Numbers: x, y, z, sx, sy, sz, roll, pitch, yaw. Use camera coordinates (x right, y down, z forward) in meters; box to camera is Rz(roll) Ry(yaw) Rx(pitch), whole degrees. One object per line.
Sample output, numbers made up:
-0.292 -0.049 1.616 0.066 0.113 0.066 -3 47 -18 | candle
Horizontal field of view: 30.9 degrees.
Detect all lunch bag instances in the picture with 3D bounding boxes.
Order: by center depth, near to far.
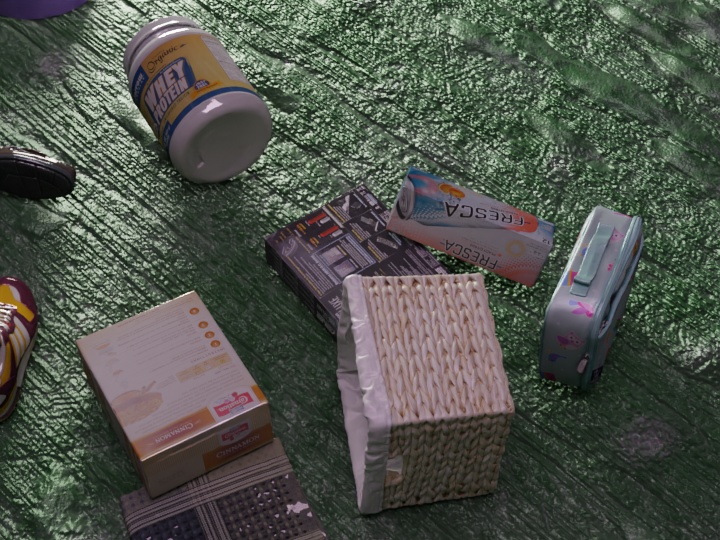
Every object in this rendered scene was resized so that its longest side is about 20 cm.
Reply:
0.271 0.032 1.523 0.077 0.161 0.200 19 54 13 | lunch bag

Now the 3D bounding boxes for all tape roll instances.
-0.489 -0.468 1.954 0.199 0.066 0.200 1 52 -1 | tape roll

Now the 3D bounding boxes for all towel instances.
-0.142 0.291 1.404 0.200 0.035 0.193 -19 52 -12 | towel

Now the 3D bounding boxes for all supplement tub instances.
-0.220 -0.229 1.724 0.144 0.145 0.200 -24 56 -18 | supplement tub

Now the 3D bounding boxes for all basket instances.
0.065 0.132 1.421 0.160 0.198 0.200 -4 52 -7 | basket

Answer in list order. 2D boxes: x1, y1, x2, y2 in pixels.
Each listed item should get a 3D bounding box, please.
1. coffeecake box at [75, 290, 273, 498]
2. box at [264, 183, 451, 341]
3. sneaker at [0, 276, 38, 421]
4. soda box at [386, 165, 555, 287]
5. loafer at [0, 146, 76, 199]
-0.212 0.136 1.475 0.153 0.073 0.200 -23 49 -18 | coffeecake box
0.000 0.000 1.612 0.158 0.050 0.200 -31 59 -22 | box
-0.424 0.075 1.521 0.075 0.090 0.200 -2 53 -2 | sneaker
0.138 -0.054 1.609 0.200 0.069 0.064 22 31 -1 | soda box
-0.466 -0.141 1.703 0.199 0.072 0.063 5 47 5 | loafer
